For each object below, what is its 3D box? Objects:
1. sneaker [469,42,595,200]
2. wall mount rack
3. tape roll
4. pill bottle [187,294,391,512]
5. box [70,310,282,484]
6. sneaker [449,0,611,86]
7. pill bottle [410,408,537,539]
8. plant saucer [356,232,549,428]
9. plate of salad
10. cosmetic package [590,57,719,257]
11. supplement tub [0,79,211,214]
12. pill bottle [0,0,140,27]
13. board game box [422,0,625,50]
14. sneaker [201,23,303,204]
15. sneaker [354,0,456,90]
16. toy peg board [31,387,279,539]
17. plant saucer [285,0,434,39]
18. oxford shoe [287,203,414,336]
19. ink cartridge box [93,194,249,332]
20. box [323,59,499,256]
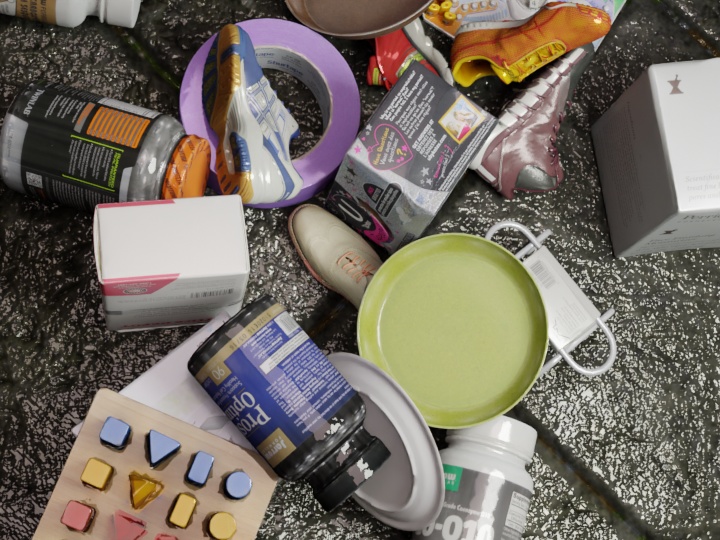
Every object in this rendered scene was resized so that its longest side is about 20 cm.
[{"bbox_3d":[0.214,-0.162,1.539,0.200,0.076,0.116,-44,104,1],"label":"sneaker"},{"bbox_3d":[0.179,0.054,1.491,0.173,0.075,0.200,-37,85,-19],"label":"wall mount rack"},{"bbox_3d":[-0.102,-0.174,1.498,0.198,0.066,0.202,2,76,-8],"label":"tape roll"},{"bbox_3d":[-0.066,0.131,1.311,0.112,0.112,0.200,-40,87,-15],"label":"pill bottle"},{"bbox_3d":[-0.166,0.173,1.394,0.200,0.097,0.177,-37,87,-14],"label":"box"},{"bbox_3d":[0.189,-0.244,1.495,0.073,0.199,0.078,27,61,-44],"label":"sneaker"},{"bbox_3d":[0.116,0.254,1.410,0.112,0.113,0.202,17,75,-5],"label":"pill bottle"},{"bbox_3d":[0.096,0.063,1.401,0.198,0.031,0.202,-1,84,10],"label":"plant saucer"},{"bbox_3d":[0.020,0.171,1.378,0.048,0.200,0.201,-28,82,-36],"label":"plate of salad"},{"bbox_3d":[0.373,-0.122,1.493,0.163,0.200,0.166,-6,78,-10],"label":"cosmetic package"},{"bbox_3d":[-0.265,-0.118,1.411,0.198,0.123,0.123,17,75,8],"label":"supplement tub"},{"bbox_3d":[-0.338,-0.328,1.469,0.198,0.114,0.115,11,76,-7],"label":"pill bottle"},{"bbox_3d":[0.204,-0.327,1.603,0.199,0.026,0.201,33,75,0],"label":"board game box"},{"bbox_3d":[-0.112,-0.163,1.435,0.088,0.075,0.202,2,72,-33],"label":"sneaker"},{"bbox_3d":[0.050,-0.223,1.536,0.084,0.077,0.201,-27,72,-9],"label":"sneaker"},{"bbox_3d":[-0.197,0.237,1.277,0.199,0.098,0.200,24,77,-4],"label":"toy peg board"},{"bbox_3d":[0.010,-0.333,1.531,0.198,0.035,0.202,-7,57,11],"label":"plant saucer"},{"bbox_3d":[0.000,0.000,1.469,0.071,0.074,0.200,-43,87,-15],"label":"oxford shoe"},{"bbox_3d":[-0.194,-0.004,1.375,0.145,0.200,0.084,-5,76,-10],"label":"ink cartridge box"},{"bbox_3d":[0.047,-0.111,1.437,0.114,0.200,0.133,35,74,2],"label":"box"}]
